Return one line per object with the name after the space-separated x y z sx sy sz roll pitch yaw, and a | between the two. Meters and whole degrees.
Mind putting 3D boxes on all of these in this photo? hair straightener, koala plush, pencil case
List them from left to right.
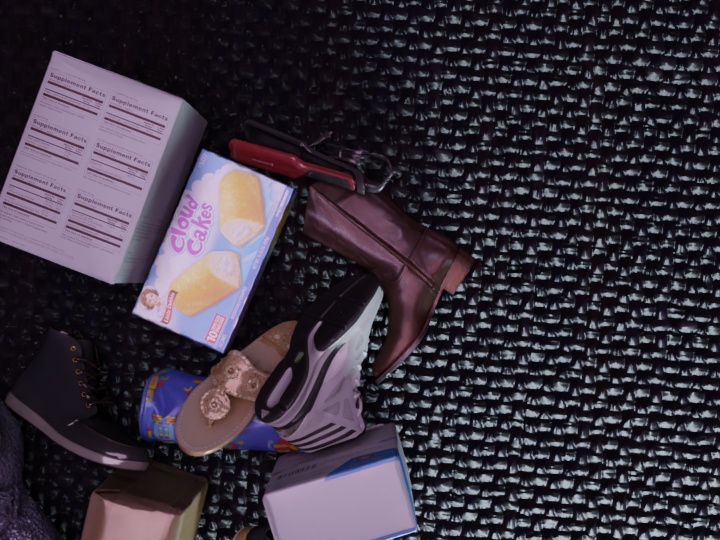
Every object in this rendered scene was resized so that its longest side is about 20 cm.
-0.415 0.234 1.360 0.183 0.177 0.201 1 90 -10 | koala plush
-0.146 0.155 1.391 0.199 0.078 0.087 3 75 1 | pencil case
-0.043 -0.135 1.389 0.199 0.041 0.077 14 52 18 | hair straightener

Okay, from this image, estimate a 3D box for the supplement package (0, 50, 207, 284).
-0.276 -0.104 1.337 0.146 0.191 0.201 21 90 0 | supplement package

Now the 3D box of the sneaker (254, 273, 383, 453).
-0.023 0.107 1.348 0.201 0.075 0.115 -55 129 -17 | sneaker

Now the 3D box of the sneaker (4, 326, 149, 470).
-0.299 0.139 1.370 0.199 0.075 0.107 25 89 25 | sneaker

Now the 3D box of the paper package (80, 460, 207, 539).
-0.243 0.322 1.337 0.103 0.191 0.201 13 92 1 | paper package

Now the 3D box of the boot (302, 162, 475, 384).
0.000 0.000 1.396 0.200 0.064 0.187 35 81 -1 | boot

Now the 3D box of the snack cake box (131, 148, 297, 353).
-0.162 -0.022 1.397 0.114 0.067 0.201 23 90 0 | snack cake box

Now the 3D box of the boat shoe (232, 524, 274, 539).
-0.059 0.354 1.378 0.200 0.075 0.062 46 131 -10 | boat shoe

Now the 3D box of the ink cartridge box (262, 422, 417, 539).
-0.019 0.235 1.330 0.144 0.200 0.085 -17 94 2 | ink cartridge box

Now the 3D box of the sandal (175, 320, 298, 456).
-0.126 0.104 1.339 0.077 0.070 0.212 27 48 25 | sandal
